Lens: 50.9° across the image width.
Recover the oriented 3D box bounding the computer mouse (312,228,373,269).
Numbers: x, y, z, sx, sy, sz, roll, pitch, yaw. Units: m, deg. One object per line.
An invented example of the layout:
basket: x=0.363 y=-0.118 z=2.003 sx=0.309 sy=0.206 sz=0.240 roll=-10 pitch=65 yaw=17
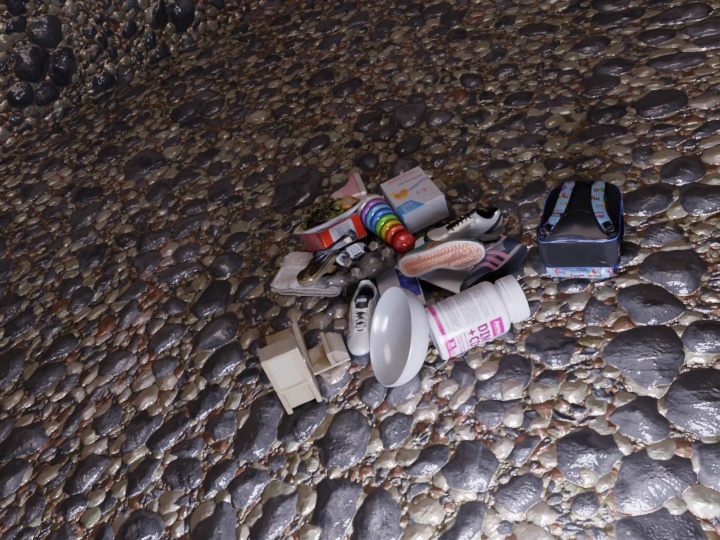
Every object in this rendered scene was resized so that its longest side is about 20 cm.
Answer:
computer mouse: x=-0.025 y=-0.042 z=1.761 sx=0.109 sy=0.200 sz=0.044 roll=-36 pitch=66 yaw=13

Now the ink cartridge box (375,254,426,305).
ink cartridge box: x=0.089 y=0.038 z=1.735 sx=0.093 sy=0.037 sz=0.201 roll=-19 pitch=37 yaw=3

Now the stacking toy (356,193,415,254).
stacking toy: x=0.069 y=-0.102 z=1.799 sx=0.085 sy=0.086 sz=0.200 roll=-31 pitch=43 yaw=-11

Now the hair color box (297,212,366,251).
hair color box: x=-0.075 y=-0.093 z=1.869 sx=0.110 sy=0.065 sz=0.200 roll=-28 pitch=15 yaw=-16

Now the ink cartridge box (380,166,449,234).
ink cartridge box: x=0.124 y=-0.184 z=1.871 sx=0.114 sy=0.068 sz=0.201 roll=-25 pitch=38 yaw=-4

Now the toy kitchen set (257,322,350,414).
toy kitchen set: x=-0.124 y=0.149 z=1.593 sx=0.161 sy=0.182 sz=0.201 roll=-22 pitch=43 yaw=-2

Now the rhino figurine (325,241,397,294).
rhino figurine: x=0.000 y=0.000 z=1.742 sx=0.199 sy=0.087 sz=0.060 roll=-29 pitch=64 yaw=20

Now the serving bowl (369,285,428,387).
serving bowl: x=0.087 y=0.136 z=1.534 sx=0.065 sy=0.202 sz=0.201 roll=8 pitch=33 yaw=-22

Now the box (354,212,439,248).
box: x=0.090 y=-0.116 z=1.900 sx=0.159 sy=0.045 sz=0.200 roll=-28 pitch=39 yaw=-6

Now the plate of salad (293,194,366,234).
plate of salad: x=-0.078 y=-0.143 z=1.817 sx=0.198 sy=0.048 sz=0.200 roll=-26 pitch=14 yaw=7

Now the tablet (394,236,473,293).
tablet: x=0.186 y=-0.014 z=1.734 sx=0.198 sy=0.014 sz=0.130 roll=23 pitch=48 yaw=33

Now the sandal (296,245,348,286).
sandal: x=-0.086 y=-0.003 z=1.791 sx=0.079 sy=0.055 sz=0.200 roll=-11 pitch=21 yaw=30

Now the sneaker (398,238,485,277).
sneaker: x=0.183 y=-0.040 z=1.677 sx=0.197 sy=0.072 sz=0.080 roll=-10 pitch=21 yaw=23

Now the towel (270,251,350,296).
towel: x=-0.119 y=0.005 z=1.870 sx=0.197 sy=0.035 sz=0.133 roll=1 pitch=45 yaw=26

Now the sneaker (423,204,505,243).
sneaker: x=0.240 y=-0.104 z=1.765 sx=0.197 sy=0.081 sz=0.074 roll=-15 pitch=39 yaw=-7

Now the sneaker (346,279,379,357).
sneaker: x=0.002 y=0.104 z=1.672 sx=0.071 sy=0.073 sz=0.202 roll=-8 pitch=43 yaw=14

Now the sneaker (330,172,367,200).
sneaker: x=-0.035 y=-0.198 z=1.996 sx=0.103 sy=0.076 sz=0.201 roll=-22 pitch=20 yaw=2

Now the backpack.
backpack: x=0.477 y=-0.098 z=1.624 sx=0.180 sy=0.135 sz=0.201 roll=-1 pitch=44 yaw=24

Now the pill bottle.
pill bottle: x=0.235 y=0.092 z=1.543 sx=0.198 sy=0.114 sz=0.114 roll=-24 pitch=39 yaw=-2

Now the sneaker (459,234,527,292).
sneaker: x=0.276 y=-0.008 z=1.669 sx=0.199 sy=0.071 sz=0.082 roll=-34 pitch=50 yaw=-25
